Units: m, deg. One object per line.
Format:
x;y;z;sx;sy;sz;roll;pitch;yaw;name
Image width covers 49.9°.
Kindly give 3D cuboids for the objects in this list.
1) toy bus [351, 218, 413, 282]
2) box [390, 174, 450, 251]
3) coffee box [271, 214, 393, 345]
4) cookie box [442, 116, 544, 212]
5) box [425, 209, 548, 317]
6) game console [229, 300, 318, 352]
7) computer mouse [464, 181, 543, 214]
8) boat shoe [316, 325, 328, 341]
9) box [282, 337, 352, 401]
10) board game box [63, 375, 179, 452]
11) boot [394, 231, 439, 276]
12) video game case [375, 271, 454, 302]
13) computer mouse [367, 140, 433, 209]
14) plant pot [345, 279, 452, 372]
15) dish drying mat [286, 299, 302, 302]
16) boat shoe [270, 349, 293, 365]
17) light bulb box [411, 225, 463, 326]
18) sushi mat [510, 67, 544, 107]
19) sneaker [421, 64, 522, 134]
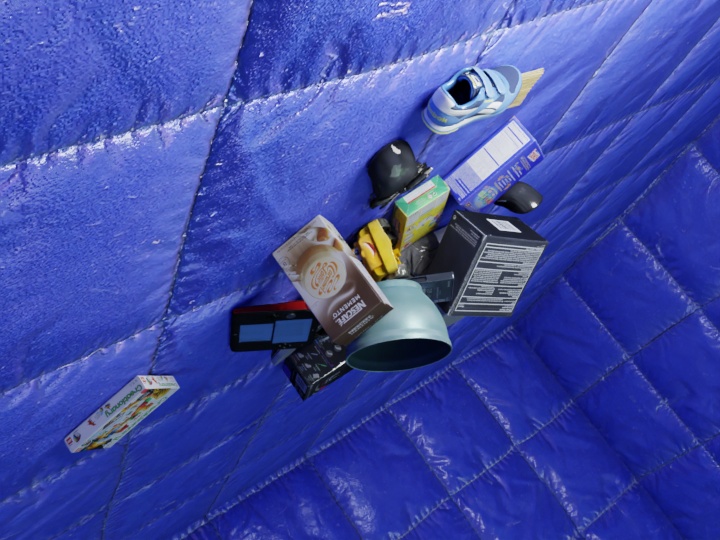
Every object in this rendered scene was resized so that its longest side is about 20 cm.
0.000;0.000;1.587;0.191;0.136;0.200;-22;162;4;toy bus
0.121;-0.112;1.644;0.117;0.048;0.200;-33;160;-16;box
-0.049;0.018;1.366;0.114;0.200;0.080;-40;160;6;coffee box
0.285;-0.216;1.649;0.200;0.075;0.171;-41;163;12;cookie box
0.266;-0.012;1.678;0.199;0.123;0.199;4;119;-36;box
-0.174;0.118;1.568;0.176;0.031;0.200;-7;154;-14;game console
0.311;-0.163;1.754;0.140;0.200;0.046;-35;118;-7;computer mouse
-0.085;0.130;1.835;0.075;0.062;0.200;-43;163;12;boat shoe
-0.090;0.231;2.017;0.199;0.106;0.122;-31;163;-23;box
-0.462;0.277;1.506;0.200;0.035;0.126;-40;163;9;board game box
0.110;-0.009;1.742;0.200;0.132;0.070;-36;164;-3;boot
0.086;0.045;1.548;0.199;0.019;0.143;-8;160;2;video game case
0.069;-0.166;1.381;0.138;0.053;0.200;-36;163;0;computer mouse
0.065;0.099;1.461;0.199;0.135;0.201;-6;156;-2;plant pot
-0.061;0.082;1.589;0.199;0.018;0.077;8;-171;43;dish drying mat
-0.158;0.141;1.730;0.069;0.057;0.200;-33;166;-46;boat shoe
0.189;0.022;1.867;0.198;0.200;0.125;-24;158;-37;light bulb box
0.254;-0.320;1.417;0.199;0.012;0.096;-23;160;-38;sushi mat
0.194;-0.293;1.267;0.199;0.074;0.082;-31;160;-23;sneaker
